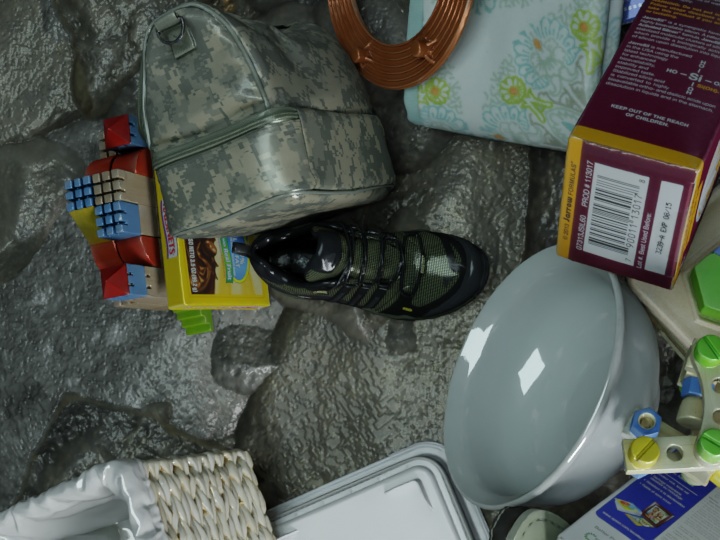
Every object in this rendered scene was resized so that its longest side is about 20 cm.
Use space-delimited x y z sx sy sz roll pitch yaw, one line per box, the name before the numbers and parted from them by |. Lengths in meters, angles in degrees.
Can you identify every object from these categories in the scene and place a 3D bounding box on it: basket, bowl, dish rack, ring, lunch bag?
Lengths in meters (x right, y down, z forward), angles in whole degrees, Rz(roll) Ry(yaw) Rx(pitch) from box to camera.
basket | -0.171 0.256 0.918 0.200 0.161 0.199 -27 77 32
bowl | 0.153 0.089 0.856 0.090 0.201 0.202 24 94 -22
dish rack | 0.010 0.247 0.941 0.199 0.044 0.172 -26 78 16
ring | 0.024 -0.245 0.931 0.200 0.019 0.202 11 103 55
lunch bag | -0.075 -0.120 0.919 0.139 0.200 0.169 -16 87 27

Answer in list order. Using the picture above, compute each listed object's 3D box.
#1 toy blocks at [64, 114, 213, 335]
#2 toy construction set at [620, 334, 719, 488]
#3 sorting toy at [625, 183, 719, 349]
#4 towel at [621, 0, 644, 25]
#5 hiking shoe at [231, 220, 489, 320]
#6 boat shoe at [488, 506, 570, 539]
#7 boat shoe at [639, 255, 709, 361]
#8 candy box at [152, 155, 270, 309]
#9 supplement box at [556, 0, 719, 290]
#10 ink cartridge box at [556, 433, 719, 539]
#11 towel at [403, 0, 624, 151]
toy blocks | -0.188 -0.047 0.982 0.099 0.137 0.201 -10 81 22
toy construction set | 0.270 0.107 0.739 0.199 0.092 0.132 26 67 1
sorting toy | 0.317 0.016 0.823 0.185 0.036 0.200 -37 75 -12
towel | 0.211 -0.291 0.870 0.144 0.024 0.201 -14 94 20
hiking shoe | 0.000 0.000 0.935 0.199 0.101 0.076 1 86 19
boat shoe | 0.125 0.229 0.831 0.060 0.202 0.072 21 58 44
boat shoe | 0.286 0.075 0.858 0.201 0.063 0.073 44 75 11
candy box | -0.127 -0.068 0.985 0.026 0.102 0.201 -12 81 36
supplement box | 0.211 -0.100 0.813 0.085 0.111 0.200 18 50 19
ink cartridge box | 0.225 0.175 0.803 0.095 0.200 0.037 33 131 32
towel | 0.115 -0.198 0.897 0.171 0.048 0.201 16 112 36
